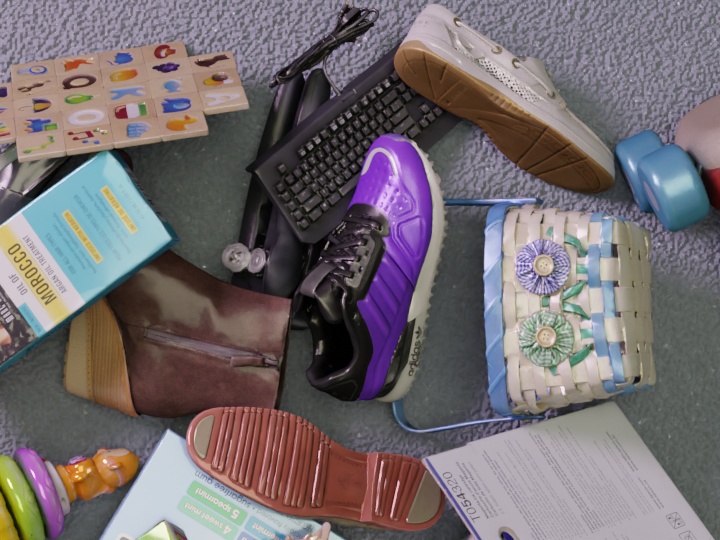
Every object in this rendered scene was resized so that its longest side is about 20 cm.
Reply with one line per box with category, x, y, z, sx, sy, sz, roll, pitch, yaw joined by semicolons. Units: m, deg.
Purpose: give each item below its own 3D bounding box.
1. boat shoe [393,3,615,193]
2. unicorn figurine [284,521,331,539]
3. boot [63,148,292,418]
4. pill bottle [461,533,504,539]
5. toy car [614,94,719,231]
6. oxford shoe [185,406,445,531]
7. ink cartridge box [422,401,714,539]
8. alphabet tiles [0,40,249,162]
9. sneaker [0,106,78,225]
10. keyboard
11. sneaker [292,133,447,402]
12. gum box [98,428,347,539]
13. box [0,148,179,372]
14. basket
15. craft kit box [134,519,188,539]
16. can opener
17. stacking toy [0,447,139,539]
boat shoe;0.121;-0.134;1.497;0.200;0.071;0.070;35;60;-18
unicorn figurine;-0.053;0.289;1.400;0.137;0.074;0.201;-10;72;5
boot;-0.130;0.011;1.443;0.166;0.072;0.201;6;98;7
pill bottle;0.119;0.297;1.437;0.113;0.113;0.200;-41;91;-9
toy car;0.320;-0.038;1.477;0.184;0.177;0.201;-26;101;2
oxford shoe;-0.041;0.153;1.435;0.199;0.074;0.071;22;70;-18
ink cartridge box;0.159;0.197;1.398;0.199;0.043;0.197;-12;57;-37
alphabet tiles;-0.185;-0.125;1.428;0.199;0.167;0.006;-9;119;-8
sneaker;-0.248;-0.027;1.451;0.200;0.075;0.106;-41;95;0
keyboard;-0.007;-0.123;1.475;0.200;0.021;0.127;-41;100;-27
sneaker;0.000;0.000;1.431;0.099;0.069;0.201;0;99;-40
gum box;-0.123;0.245;1.447;0.170;0.045;0.200;32;83;-4
box;-0.232;0.004;1.387;0.200;0.049;0.082;-37;89;1
basket;0.114;0.026;1.460;0.199;0.139;0.177;-7;84;27
craft kit box;-0.170;0.308;1.358;0.197;0.049;0.200;-32;67;6
can opener;-0.061;-0.057;1.485;0.063;0.079;0.201;0;79;32
stacking toy;-0.251;0.171;1.419;0.199;0.116;0.110;-23;90;-20
